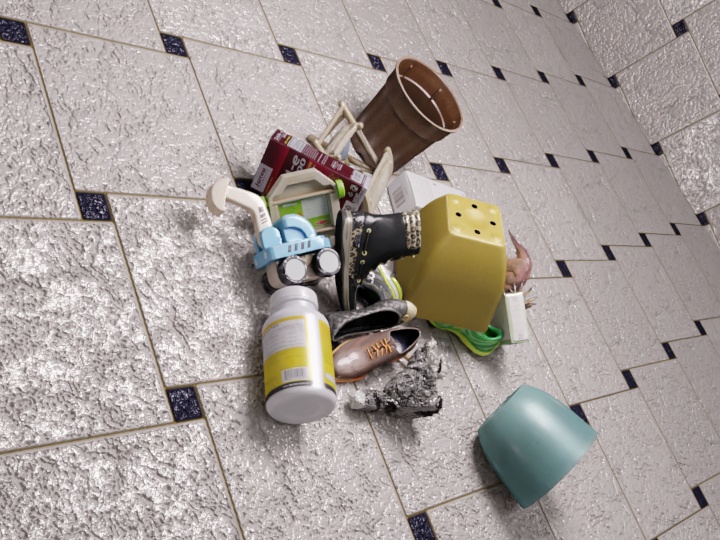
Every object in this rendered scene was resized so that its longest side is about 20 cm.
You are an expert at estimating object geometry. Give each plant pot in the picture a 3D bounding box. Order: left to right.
[{"bbox_3d":[0.090,-0.332,1.806,0.199,0.198,0.202,28,42,-29],"label":"plant pot"},{"bbox_3d":[0.190,-0.032,1.594,0.191,0.201,0.197,13,45,-10],"label":"plant pot"},{"bbox_3d":[0.319,0.317,1.531,0.161,0.201,0.200,45,35,12],"label":"plant pot"}]

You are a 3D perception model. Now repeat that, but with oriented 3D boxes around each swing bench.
[{"bbox_3d":[-0.029,-0.195,1.622,0.200,0.129,0.200,42,36,-13],"label":"swing bench"}]

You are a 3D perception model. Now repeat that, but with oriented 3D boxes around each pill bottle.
[{"bbox_3d":[-0.100,0.131,1.290,0.111,0.112,0.202,21,47,-35],"label":"pill bottle"}]

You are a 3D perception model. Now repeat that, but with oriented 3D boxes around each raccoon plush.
[{"bbox_3d":[0.074,0.180,1.430,0.198,0.096,0.136,17,59,-38],"label":"raccoon plush"}]

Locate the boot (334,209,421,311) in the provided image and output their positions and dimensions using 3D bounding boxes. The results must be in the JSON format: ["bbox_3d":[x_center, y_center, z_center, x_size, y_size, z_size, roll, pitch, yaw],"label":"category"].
[{"bbox_3d":[0.031,-0.014,1.456,0.151,0.207,0.074,-5,26,-12],"label":"boot"}]

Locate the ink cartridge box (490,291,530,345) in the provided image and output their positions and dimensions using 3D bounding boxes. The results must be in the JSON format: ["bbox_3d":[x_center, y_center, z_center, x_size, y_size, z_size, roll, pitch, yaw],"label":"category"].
[{"bbox_3d":[0.303,0.056,1.721,0.047,0.146,0.204,-6,83,-6],"label":"ink cartridge box"}]

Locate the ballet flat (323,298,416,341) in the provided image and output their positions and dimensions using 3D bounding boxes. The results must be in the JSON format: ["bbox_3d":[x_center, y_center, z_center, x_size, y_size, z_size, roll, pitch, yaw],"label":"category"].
[{"bbox_3d":[0.017,0.095,1.455,0.197,0.067,0.057,-10,41,-27],"label":"ballet flat"}]

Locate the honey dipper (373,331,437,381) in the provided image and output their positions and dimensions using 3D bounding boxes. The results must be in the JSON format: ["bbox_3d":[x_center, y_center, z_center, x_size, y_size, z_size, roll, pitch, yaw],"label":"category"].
[{"bbox_3d":[0.068,0.145,1.525,0.199,0.038,0.038,41,38,-13],"label":"honey dipper"}]

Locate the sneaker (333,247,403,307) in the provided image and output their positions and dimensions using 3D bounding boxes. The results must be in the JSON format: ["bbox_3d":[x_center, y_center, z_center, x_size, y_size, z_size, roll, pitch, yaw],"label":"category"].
[{"bbox_3d":[0.000,0.000,1.543,0.201,0.074,0.081,51,40,1],"label":"sneaker"}]

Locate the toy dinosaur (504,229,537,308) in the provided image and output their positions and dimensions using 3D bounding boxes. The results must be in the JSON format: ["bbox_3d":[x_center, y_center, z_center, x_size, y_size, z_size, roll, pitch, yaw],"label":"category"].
[{"bbox_3d":[0.359,0.015,1.853,0.084,0.203,0.136,8,9,-13],"label":"toy dinosaur"}]

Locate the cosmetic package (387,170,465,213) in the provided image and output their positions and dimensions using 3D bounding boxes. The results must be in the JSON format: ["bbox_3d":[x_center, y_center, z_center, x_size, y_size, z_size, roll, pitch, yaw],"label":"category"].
[{"bbox_3d":[0.161,-0.144,1.833,0.198,0.074,0.103,12,52,-40],"label":"cosmetic package"}]

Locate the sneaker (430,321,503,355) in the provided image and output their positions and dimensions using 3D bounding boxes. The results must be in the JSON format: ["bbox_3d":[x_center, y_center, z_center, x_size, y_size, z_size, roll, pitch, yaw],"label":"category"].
[{"bbox_3d":[0.213,0.096,1.678,0.199,0.084,0.075,33,39,-17],"label":"sneaker"}]

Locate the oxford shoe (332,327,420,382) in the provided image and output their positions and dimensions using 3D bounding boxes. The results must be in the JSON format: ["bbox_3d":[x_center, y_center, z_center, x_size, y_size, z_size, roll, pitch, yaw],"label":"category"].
[{"bbox_3d":[0.022,0.139,1.432,0.198,0.073,0.072,-21,78,-38],"label":"oxford shoe"}]

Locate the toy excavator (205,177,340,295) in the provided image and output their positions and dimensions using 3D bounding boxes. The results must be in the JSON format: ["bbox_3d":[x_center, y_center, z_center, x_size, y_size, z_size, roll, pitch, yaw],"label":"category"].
[{"bbox_3d":[-0.151,-0.064,1.370,0.192,0.100,0.203,-13,83,-29],"label":"toy excavator"}]

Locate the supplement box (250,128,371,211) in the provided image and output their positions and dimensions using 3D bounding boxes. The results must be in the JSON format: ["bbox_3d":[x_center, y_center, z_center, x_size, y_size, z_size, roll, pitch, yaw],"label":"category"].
[{"bbox_3d":[-0.091,-0.162,1.494,0.198,0.110,0.061,26,27,-4],"label":"supplement box"}]

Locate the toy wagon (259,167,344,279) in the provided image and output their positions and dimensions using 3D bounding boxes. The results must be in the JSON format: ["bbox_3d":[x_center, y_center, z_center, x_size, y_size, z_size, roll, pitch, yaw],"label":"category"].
[{"bbox_3d":[-0.098,-0.078,1.453,0.153,0.203,0.040,-13,25,-12],"label":"toy wagon"}]
